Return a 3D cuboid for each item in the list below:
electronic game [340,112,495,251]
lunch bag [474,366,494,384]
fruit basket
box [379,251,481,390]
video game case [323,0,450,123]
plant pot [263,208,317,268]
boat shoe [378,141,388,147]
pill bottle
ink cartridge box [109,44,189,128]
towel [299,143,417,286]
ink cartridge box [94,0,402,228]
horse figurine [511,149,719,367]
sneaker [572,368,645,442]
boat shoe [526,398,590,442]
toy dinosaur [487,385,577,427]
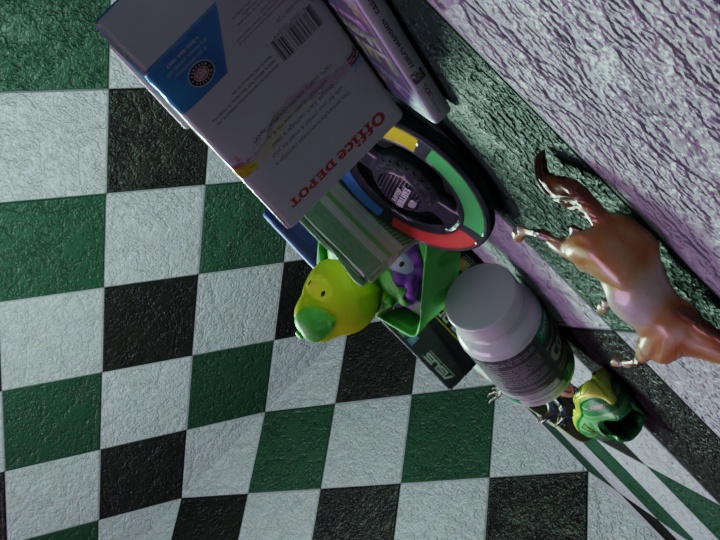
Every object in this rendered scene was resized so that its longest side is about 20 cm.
[{"bbox_3d":[0.046,-0.089,0.940,0.199,0.042,0.201,30,158,14],"label":"electronic game"},{"bbox_3d":[0.250,0.156,2.034,0.200,0.077,0.160,45,177,4],"label":"lunch bag"},{"bbox_3d":[0.000,0.000,1.165,0.216,0.213,0.157,43,135,53],"label":"fruit basket"},{"bbox_3d":[0.112,0.043,1.344,0.200,0.161,0.049,46,178,1],"label":"box"},{"bbox_3d":[-0.024,-0.221,0.773,0.200,0.023,0.182,44,178,43],"label":"video game case"},{"bbox_3d":[-0.025,-0.070,1.651,0.200,0.180,0.200,45,178,17],"label":"plant pot"},{"bbox_3d":[-0.036,-0.185,1.058,0.200,0.074,0.060,47,180,15],"label":"boat shoe"},{"bbox_3d":[0.190,0.083,1.195,0.113,0.113,0.200,43,178,45],"label":"pill bottle"},{"bbox_3d":[-0.197,-0.274,1.094,0.129,0.125,0.201,46,-164,-29],"label":"ink cartridge box"},{"bbox_3d":[0.011,-0.078,1.059,0.153,0.200,0.023,46,135,9],"label":"towel"},{"bbox_3d":[-0.093,-0.171,0.807,0.200,0.147,0.146,48,177,-42],"label":"ink cartridge box"},{"bbox_3d":[0.181,0.008,0.646,0.201,0.050,0.132,52,164,-13],"label":"horse figurine"},{"bbox_3d":[0.326,0.196,1.229,0.084,0.074,0.200,49,180,29],"label":"sneaker"},{"bbox_3d":[0.356,0.252,1.782,0.200,0.075,0.068,45,173,8],"label":"boat shoe"},{"bbox_3d":[0.323,0.190,1.682,0.104,0.200,0.183,6,-130,-32],"label":"toy dinosaur"}]
